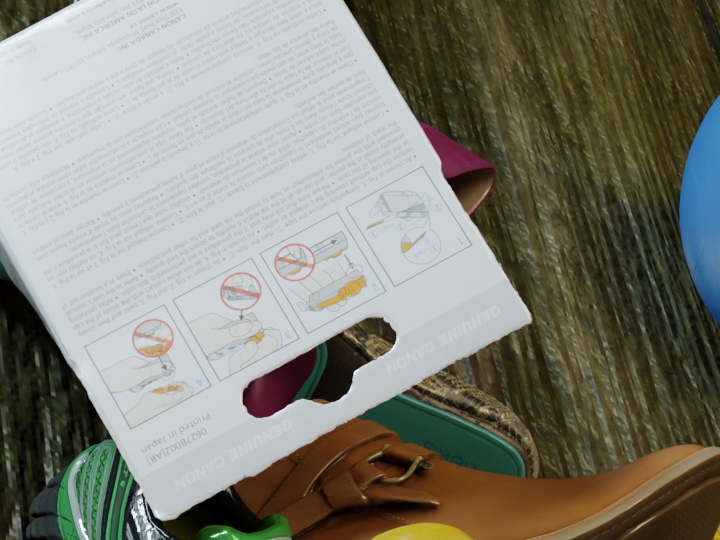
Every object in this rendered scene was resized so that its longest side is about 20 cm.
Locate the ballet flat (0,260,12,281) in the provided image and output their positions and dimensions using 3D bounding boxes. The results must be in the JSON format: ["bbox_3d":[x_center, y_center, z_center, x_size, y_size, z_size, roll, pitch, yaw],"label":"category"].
[{"bbox_3d":[-0.190,-0.071,1.054,0.070,0.067,0.200,-12,58,-25],"label":"ballet flat"}]

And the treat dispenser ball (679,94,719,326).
[{"bbox_3d":[0.272,-0.032,1.386,0.201,0.201,0.201,29,35,-23],"label":"treat dispenser ball"}]

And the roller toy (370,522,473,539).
[{"bbox_3d":[0.072,0.185,0.852,0.182,0.140,0.201,1,76,-22],"label":"roller toy"}]

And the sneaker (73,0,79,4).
[{"bbox_3d":[-0.114,-0.072,1.123,0.075,0.115,0.200,35,-1,-15],"label":"sneaker"}]

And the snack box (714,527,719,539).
[{"bbox_3d":[0.199,0.209,1.152,0.200,0.068,0.169,36,33,-15],"label":"snack box"}]

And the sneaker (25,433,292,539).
[{"bbox_3d":[-0.052,0.139,0.934,0.078,0.085,0.200,-3,55,-49],"label":"sneaker"}]

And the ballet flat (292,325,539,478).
[{"bbox_3d":[-0.016,0.046,1.103,0.200,0.068,0.075,26,15,-13],"label":"ballet flat"}]

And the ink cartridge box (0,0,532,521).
[{"bbox_3d":[-0.052,-0.021,0.973,0.200,0.161,0.050,59,-9,16],"label":"ink cartridge box"}]

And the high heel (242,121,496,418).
[{"bbox_3d":[0.000,0.000,1.028,0.096,0.068,0.200,8,41,3],"label":"high heel"}]

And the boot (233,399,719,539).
[{"bbox_3d":[0.040,0.093,1.024,0.200,0.074,0.155,-25,41,-37],"label":"boot"}]
